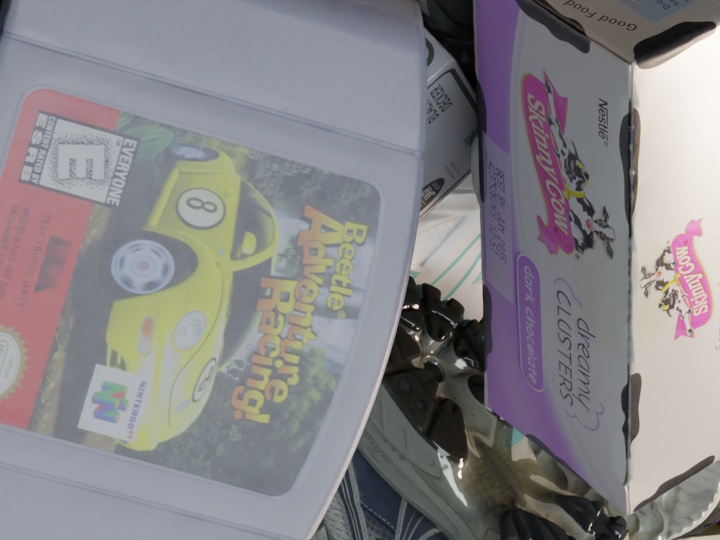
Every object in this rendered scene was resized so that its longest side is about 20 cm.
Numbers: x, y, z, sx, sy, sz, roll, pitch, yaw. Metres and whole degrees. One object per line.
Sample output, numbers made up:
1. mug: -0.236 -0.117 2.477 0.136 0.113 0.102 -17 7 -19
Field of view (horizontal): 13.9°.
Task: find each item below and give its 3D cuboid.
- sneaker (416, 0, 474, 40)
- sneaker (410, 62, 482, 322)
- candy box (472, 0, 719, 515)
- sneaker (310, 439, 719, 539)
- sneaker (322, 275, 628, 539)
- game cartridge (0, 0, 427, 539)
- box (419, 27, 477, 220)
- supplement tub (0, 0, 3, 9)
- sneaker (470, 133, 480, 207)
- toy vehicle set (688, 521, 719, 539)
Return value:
1. sneaker: 0.078 -0.116 0.915 0.079 0.200 0.075 -2 100 30
2. sneaker: 0.000 0.000 1.029 0.200 0.070 0.080 -24 127 -2
3. candy box: 0.131 -0.047 0.890 0.200 0.072 0.168 -28 135 -27
4. sneaker: 0.052 0.071 1.062 0.200 0.099 0.070 1 91 27
5. sneaker: 0.039 0.103 0.984 0.078 0.200 0.086 -14 159 -46
6. game cartridge: -0.056 0.005 0.844 0.133 0.041 0.200 14 97 -14
7. box: -0.053 -0.005 0.924 0.200 0.060 0.117 -44 165 1
8. supplement tub: -0.095 -0.111 0.900 0.107 0.107 0.200 -11 134 -10
9. sneaker: 0.101 -0.057 0.994 0.200 0.082 0.074 -2 154 -47
10. toy vehicle set: 0.171 0.076 1.151 0.200 0.027 0.124 -4 122 -14
